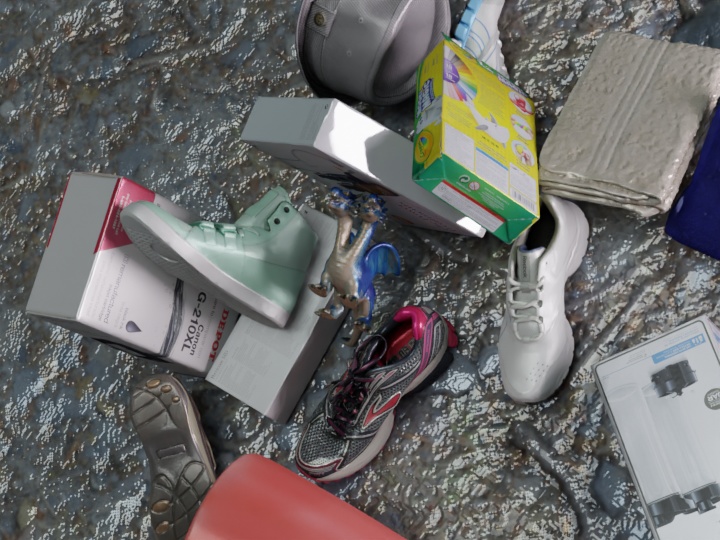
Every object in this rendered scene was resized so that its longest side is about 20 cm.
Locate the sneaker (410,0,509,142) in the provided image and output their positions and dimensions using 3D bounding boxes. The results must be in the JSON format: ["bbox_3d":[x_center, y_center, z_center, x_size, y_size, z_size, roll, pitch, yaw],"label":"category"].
[{"bbox_3d":[0.119,-0.191,1.641,0.086,0.075,0.201,20,80,5],"label":"sneaker"}]

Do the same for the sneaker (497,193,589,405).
[{"bbox_3d":[0.156,0.022,1.535,0.074,0.087,0.201,2,75,24],"label":"sneaker"}]

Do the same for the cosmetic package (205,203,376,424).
[{"bbox_3d":[-0.065,0.043,1.651,0.082,0.051,0.201,28,87,27],"label":"cosmetic package"}]

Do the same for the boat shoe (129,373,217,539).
[{"bbox_3d":[-0.168,0.196,1.640,0.074,0.073,0.201,-11,90,13],"label":"boat shoe"}]

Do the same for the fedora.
[{"bbox_3d":[0.027,-0.240,1.623,0.090,0.177,0.201,34,106,36],"label":"fedora"}]

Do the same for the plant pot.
[{"bbox_3d":[-0.051,0.286,1.500,0.177,0.200,0.201,17,81,18],"label":"plant pot"}]

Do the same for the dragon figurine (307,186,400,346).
[{"bbox_3d":[0.000,0.000,1.567,0.059,0.200,0.100,18,66,21],"label":"dragon figurine"}]

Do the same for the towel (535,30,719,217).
[{"bbox_3d":[0.251,-0.137,1.541,0.132,0.035,0.200,15,58,27],"label":"towel"}]

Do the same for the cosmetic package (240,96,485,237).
[{"bbox_3d":[0.008,-0.096,1.550,0.151,0.200,0.052,16,81,61],"label":"cosmetic package"}]

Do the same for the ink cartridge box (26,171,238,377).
[{"bbox_3d":[-0.208,0.007,1.637,0.084,0.200,0.145,7,76,41],"label":"ink cartridge box"}]

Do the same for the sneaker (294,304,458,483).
[{"bbox_3d":[0.003,0.111,1.585,0.081,0.075,0.200,40,93,30],"label":"sneaker"}]

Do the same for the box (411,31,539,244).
[{"bbox_3d":[0.104,-0.127,1.524,0.048,0.117,0.200,-42,27,35],"label":"box"}]

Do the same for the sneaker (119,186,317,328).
[{"bbox_3d":[-0.130,-0.042,1.584,0.074,0.200,0.119,3,64,55],"label":"sneaker"}]

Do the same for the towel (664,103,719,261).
[{"bbox_3d":[0.376,-0.058,1.460,0.200,0.049,0.148,32,104,40],"label":"towel"}]

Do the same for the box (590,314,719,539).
[{"bbox_3d":[0.289,0.154,1.445,0.116,0.060,0.201,-24,65,16],"label":"box"}]
